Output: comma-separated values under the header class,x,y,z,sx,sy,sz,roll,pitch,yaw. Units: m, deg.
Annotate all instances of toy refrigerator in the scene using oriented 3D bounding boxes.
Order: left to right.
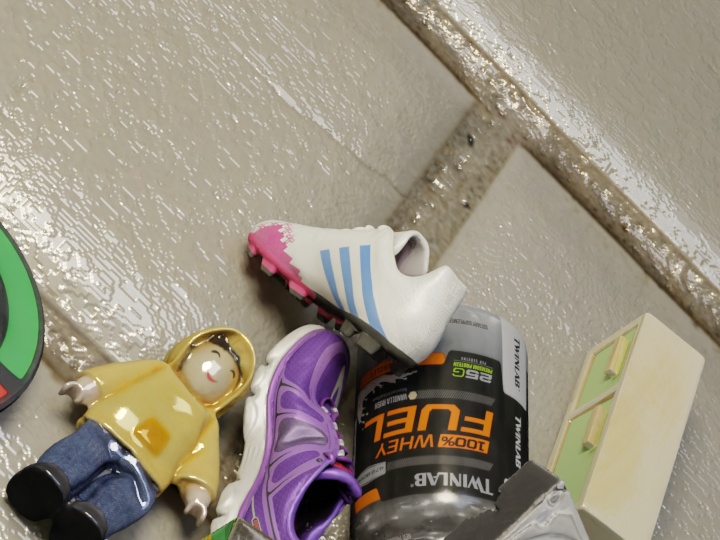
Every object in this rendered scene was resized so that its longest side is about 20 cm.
class,x,y,z,sx,sy,sz,roll,pitch,yaw
toy refrigerator,0.188,0.131,1.614,0.070,0.076,0.200,38,47,-13

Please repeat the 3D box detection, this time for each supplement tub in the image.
class,x,y,z,sx,sy,sz,roll,pitch,yaw
supplement tub,0.055,0.133,1.474,0.122,0.123,0.200,21,52,-27

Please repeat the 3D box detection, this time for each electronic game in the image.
class,x,y,z,sx,sy,sz,roll,pitch,yaw
electronic game,-0.281,0.008,1.327,0.200,0.042,0.200,29,39,-27

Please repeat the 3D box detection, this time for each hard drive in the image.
class,x,y,z,sx,sy,sz,roll,pitch,yaw
hard drive,0.100,0.235,1.398,0.140,0.038,0.200,-40,133,-18

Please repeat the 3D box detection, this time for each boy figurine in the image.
class,x,y,z,sx,sy,sz,roll,pitch,yaw
boy figurine,-0.132,0.107,1.387,0.124,0.064,0.200,49,48,1

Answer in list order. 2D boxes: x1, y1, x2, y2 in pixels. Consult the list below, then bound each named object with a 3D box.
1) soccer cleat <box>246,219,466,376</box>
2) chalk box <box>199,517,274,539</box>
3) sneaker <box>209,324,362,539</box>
class,x,y,z,sx,sy,sz,roll,pitch,yaw
soccer cleat,0.000,0.000,1.480,0.086,0.200,0.070,-51,132,-3
chalk box,-0.086,0.274,1.279,0.124,0.124,0.200,36,48,-17
sneaker,-0.032,0.125,1.426,0.081,0.083,0.200,57,36,-44
